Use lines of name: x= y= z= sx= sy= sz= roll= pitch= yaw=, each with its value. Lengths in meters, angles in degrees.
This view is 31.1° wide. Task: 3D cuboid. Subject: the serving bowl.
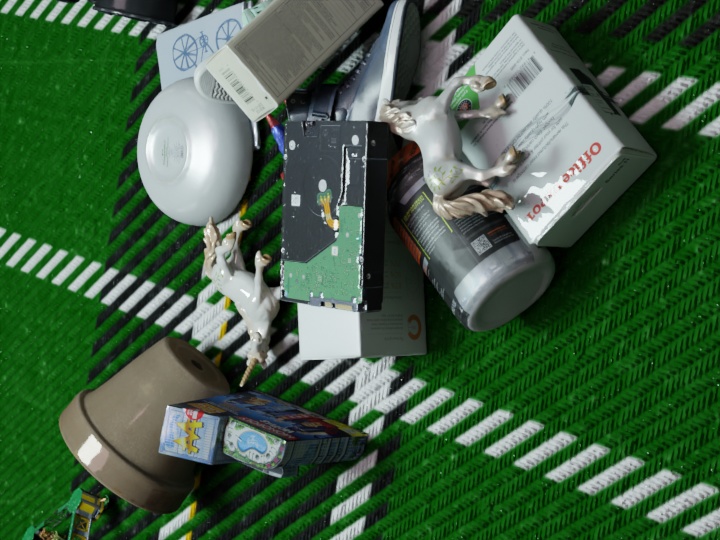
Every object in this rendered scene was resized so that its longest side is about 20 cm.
serving bowl: x=-0.233 y=-0.158 z=1.715 sx=0.199 sy=0.065 sz=0.202 roll=3 pitch=95 yaw=40

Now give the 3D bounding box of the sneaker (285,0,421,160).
sneaker: x=-0.012 y=-0.228 z=1.521 sx=0.145 sy=0.077 sz=0.204 roll=16 pitch=100 yaw=22

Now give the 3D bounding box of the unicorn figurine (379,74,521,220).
unicorn figurine: x=0.089 y=-0.141 z=1.339 sx=0.136 sy=0.074 sz=0.202 roll=-19 pitch=52 yaw=17

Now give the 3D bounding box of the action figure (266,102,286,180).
action figure: x=-0.064 y=-0.127 z=1.586 sx=0.201 sy=0.065 sz=0.052 roll=58 pitch=148 yaw=10

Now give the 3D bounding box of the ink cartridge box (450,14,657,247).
ink cartridge box: x=0.192 y=-0.143 z=1.359 sx=0.147 sy=0.083 sz=0.201 roll=-48 pitch=59 yaw=29

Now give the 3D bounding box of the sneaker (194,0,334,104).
sneaker: x=-0.136 y=-0.271 z=1.590 sx=0.118 sy=0.199 sz=0.074 roll=38 pitch=143 yaw=41

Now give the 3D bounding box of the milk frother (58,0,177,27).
milk frother: x=-0.342 y=-0.444 z=1.750 sx=0.180 sy=0.199 sz=0.190 roll=18 pitch=100 yaw=43

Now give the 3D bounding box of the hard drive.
hard drive: x=-0.029 y=-0.061 z=1.402 sx=0.139 sy=0.038 sz=0.202 roll=6 pitch=95 yaw=47

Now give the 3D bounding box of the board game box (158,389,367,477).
board game box: x=-0.131 y=0.200 z=1.552 sx=0.199 sy=0.199 sz=0.062 roll=16 pitch=98 yaw=40

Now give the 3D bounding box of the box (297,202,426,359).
box: x=0.000 y=0.000 z=1.495 sx=0.097 sy=0.124 sz=0.202 roll=-6 pitch=85 yaw=40

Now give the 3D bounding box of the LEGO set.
LEGO set: x=-0.404 y=0.417 z=1.865 sx=0.200 sy=0.115 sz=0.155 roll=-43 pitch=34 yaw=27

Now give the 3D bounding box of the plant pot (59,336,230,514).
plant pot: x=-0.265 y=0.188 z=1.693 sx=0.175 sy=0.200 sz=0.200 roll=-49 pitch=58 yaw=9

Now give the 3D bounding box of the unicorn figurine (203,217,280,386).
unicorn figurine: x=-0.141 y=0.028 z=1.648 sx=0.200 sy=0.073 sz=0.138 roll=52 pitch=133 yaw=44

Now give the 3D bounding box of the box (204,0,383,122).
box: x=-0.075 y=-0.275 z=1.504 sx=0.095 sy=0.200 sz=0.078 roll=49 pitch=154 yaw=-11

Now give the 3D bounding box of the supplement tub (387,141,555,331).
supplement tub: x=0.110 y=-0.044 z=1.402 sx=0.123 sy=0.122 sz=0.201 roll=-49 pitch=60 yaw=28

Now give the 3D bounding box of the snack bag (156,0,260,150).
snack bag: x=-0.200 y=-0.243 z=1.739 sx=0.187 sy=0.021 sz=0.202 roll=-10 pitch=85 yaw=41
